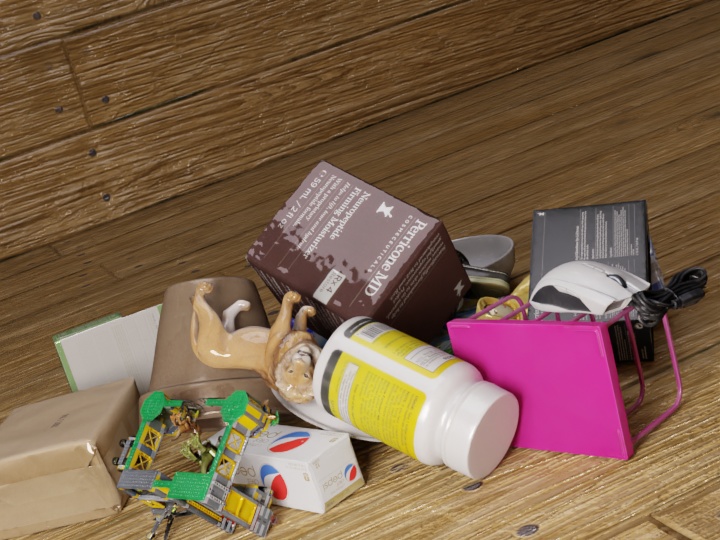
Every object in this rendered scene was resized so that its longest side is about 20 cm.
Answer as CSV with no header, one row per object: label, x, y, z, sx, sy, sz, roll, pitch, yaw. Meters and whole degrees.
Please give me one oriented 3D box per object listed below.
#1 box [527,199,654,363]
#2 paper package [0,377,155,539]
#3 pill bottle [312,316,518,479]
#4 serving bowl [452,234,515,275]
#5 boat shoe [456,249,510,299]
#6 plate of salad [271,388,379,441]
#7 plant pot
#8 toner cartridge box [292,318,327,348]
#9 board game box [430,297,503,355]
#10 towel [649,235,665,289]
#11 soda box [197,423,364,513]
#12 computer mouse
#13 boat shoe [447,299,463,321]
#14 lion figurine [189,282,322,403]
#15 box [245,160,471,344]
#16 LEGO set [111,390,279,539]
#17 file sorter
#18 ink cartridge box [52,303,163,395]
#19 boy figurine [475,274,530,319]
box,0.275,0.014,1.517,0.140,0.079,0.201,-3,45,14
paper package,-0.370,0.233,1.585,0.190,0.104,0.200,-14,16,10
pill bottle,0.058,0.134,1.337,0.199,0.115,0.114,24,38,33
serving bowl,0.137,0.013,1.875,0.199,0.066,0.200,-17,15,5
boat shoe,0.114,-0.004,1.739,0.200,0.066,0.072,4,-20,32
plate of salad,-0.010,0.157,1.482,0.199,0.048,0.200,14,19,-5
plant pot,-0.179,0.103,1.561,0.199,0.176,0.200,-6,-10,-1
toner cartridge box,-0.038,0.093,1.729,0.200,0.095,0.043,-30,19,-37
board game box,0.104,0.091,1.692,0.135,0.035,0.200,-8,17,30
towel,0.303,-0.011,1.610,0.146,0.024,0.201,-8,41,6
soda box,-0.091,0.215,1.412,0.199,0.064,0.068,-2,22,47
computer mouse,0.242,0.016,1.260,0.109,0.044,0.200,-22,15,-35
boat shoe,0.039,0.018,1.705,0.199,0.074,0.060,29,48,17
lion figurine,-0.123,0.085,1.439,0.199,0.073,0.123,3,63,26
box,0.000,0.000,1.587,0.199,0.164,0.166,29,73,31
LEGO set,-0.158,0.210,1.366,0.199,0.116,0.154,-13,51,36
file sorter,0.217,0.100,1.340,0.125,0.140,0.199,-26,17,-40
ink cartridge box,-0.319,0.129,1.816,0.199,0.146,0.048,-21,14,-14
boy figurine,0.236,0.041,1.633,0.199,0.065,0.125,-13,40,-3
